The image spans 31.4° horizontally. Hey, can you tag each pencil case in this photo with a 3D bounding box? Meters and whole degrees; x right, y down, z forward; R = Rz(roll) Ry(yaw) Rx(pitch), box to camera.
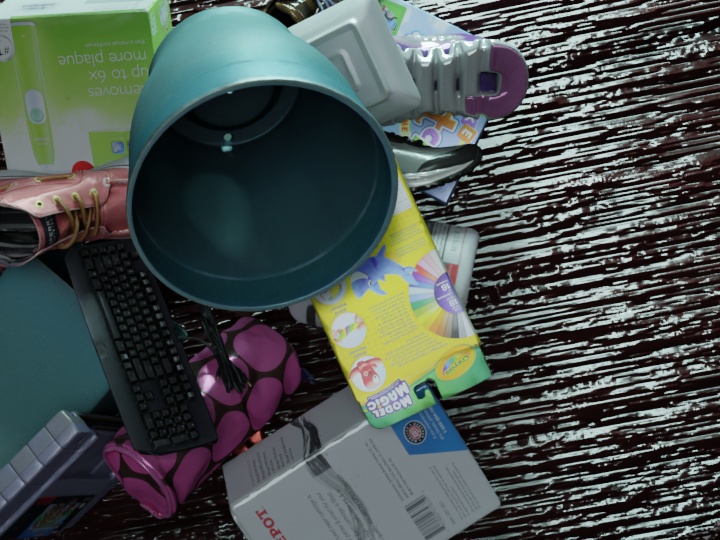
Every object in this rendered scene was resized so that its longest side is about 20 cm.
[{"bbox_3d":[-0.133,0.131,1.123,0.090,0.200,0.094,20,133,31],"label":"pencil case"}]

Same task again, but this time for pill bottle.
[{"bbox_3d":[0.000,0.000,1.153,0.198,0.114,0.115,12,88,5],"label":"pill bottle"}]

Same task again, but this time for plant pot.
[{"bbox_3d":[-0.088,-0.105,0.995,0.198,0.188,0.201,-8,128,-10],"label":"plant pot"},{"bbox_3d":[-0.286,0.096,1.160,0.141,0.141,0.200,39,97,5],"label":"plant pot"}]

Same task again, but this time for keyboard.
[{"bbox_3d":[-0.163,0.058,1.079,0.126,0.021,0.201,-7,62,-37],"label":"keyboard"}]

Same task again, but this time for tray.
[{"bbox_3d":[-0.056,-0.150,1.103,0.199,0.022,0.108,-22,100,21],"label":"tray"}]

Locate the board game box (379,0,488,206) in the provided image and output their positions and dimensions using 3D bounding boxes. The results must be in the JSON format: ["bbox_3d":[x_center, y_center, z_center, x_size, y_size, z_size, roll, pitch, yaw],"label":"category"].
[{"bbox_3d":[0.026,-0.173,1.197,0.199,0.037,0.152,27,90,5],"label":"board game box"}]

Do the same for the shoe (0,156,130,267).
[{"bbox_3d":[-0.237,-0.044,1.062,0.198,0.091,0.072,-1,117,4],"label":"shoe"}]

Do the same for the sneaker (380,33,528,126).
[{"bbox_3d":[0.047,-0.176,1.135,0.198,0.089,0.081,2,112,2],"label":"sneaker"}]

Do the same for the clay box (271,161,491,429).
[{"bbox_3d":[0.019,0.020,1.069,0.114,0.048,0.201,-24,84,2],"label":"clay box"}]

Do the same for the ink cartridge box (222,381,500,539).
[{"bbox_3d":[-0.001,0.190,1.132,0.199,0.084,0.146,-32,112,0],"label":"ink cartridge box"}]

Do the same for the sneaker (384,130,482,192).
[{"bbox_3d":[0.009,-0.105,1.142,0.198,0.074,0.080,0,94,11],"label":"sneaker"}]

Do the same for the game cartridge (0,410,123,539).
[{"bbox_3d":[-0.257,0.181,1.121,0.038,0.200,0.130,42,91,14],"label":"game cartridge"}]

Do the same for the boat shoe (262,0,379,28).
[{"bbox_3d":[-0.047,-0.225,1.152,0.072,0.072,0.200,40,92,6],"label":"boat shoe"}]

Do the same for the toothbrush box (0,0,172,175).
[{"bbox_3d":[-0.233,-0.135,1.117,0.144,0.086,0.201,-2,116,4],"label":"toothbrush box"}]

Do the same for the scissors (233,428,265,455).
[{"bbox_3d":[-0.081,0.180,1.201,0.200,0.014,0.073,39,91,5],"label":"scissors"}]
